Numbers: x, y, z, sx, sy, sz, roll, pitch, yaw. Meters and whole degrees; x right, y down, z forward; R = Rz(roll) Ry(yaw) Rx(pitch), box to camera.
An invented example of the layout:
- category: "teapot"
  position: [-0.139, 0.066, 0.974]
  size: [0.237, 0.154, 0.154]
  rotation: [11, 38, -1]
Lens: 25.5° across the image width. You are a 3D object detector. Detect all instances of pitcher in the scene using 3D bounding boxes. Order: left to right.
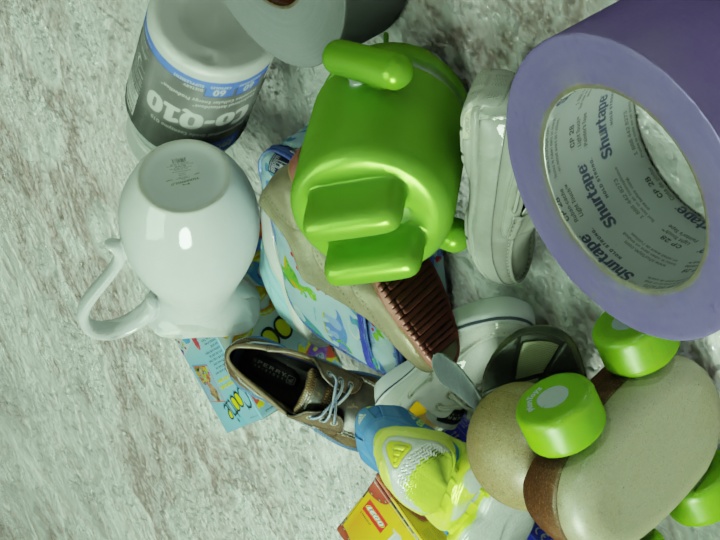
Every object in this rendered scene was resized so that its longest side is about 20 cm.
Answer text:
- category: "pitcher"
  position: [-0.171, -0.014, 1.392]
  size: [0.201, 0.170, 0.122]
  rotation: [93, 156, -55]

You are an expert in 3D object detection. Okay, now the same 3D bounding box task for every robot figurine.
- category: "robot figurine"
  position: [0.016, -0.081, 1.130]
  size: [0.115, 0.201, 0.176]
  rotation: [-9, 130, 21]

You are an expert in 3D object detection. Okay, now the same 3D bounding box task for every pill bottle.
- category: "pill bottle"
  position: [-0.144, -0.166, 1.383]
  size: [0.114, 0.113, 0.200]
  rotation: [54, 153, 12]

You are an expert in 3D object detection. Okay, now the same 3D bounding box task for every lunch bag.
- category: "lunch bag"
  position: [-0.001, -0.018, 1.324]
  size: [0.160, 0.082, 0.201]
  rotation: [30, 142, 38]

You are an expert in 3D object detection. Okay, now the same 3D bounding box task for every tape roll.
- category: "tape roll"
  position: [-0.049, -0.257, 1.189]
  size: [0.200, 0.066, 0.201]
  rotation: [41, 147, 34]
- category: "tape roll"
  position: [0.185, -0.065, 0.957]
  size: [0.200, 0.085, 0.201]
  rotation: [41, 148, 33]

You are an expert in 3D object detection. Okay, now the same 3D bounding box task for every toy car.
- category: "toy car"
  position: [0.137, 0.113, 1.117]
  size: [0.199, 0.158, 0.165]
  rotation: [11, 135, 51]

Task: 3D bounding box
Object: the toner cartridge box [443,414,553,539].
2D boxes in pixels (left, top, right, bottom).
- category: "toner cartridge box"
  position: [0.122, 0.204, 1.369]
  size: [0.200, 0.043, 0.095]
  rotation: [48, 152, 23]

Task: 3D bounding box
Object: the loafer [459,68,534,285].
- category: "loafer"
  position: [0.111, -0.056, 1.107]
  size: [0.069, 0.070, 0.201]
  rotation: [13, 147, 17]

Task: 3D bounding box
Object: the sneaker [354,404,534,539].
- category: "sneaker"
  position: [0.062, 0.157, 1.245]
  size: [0.105, 0.076, 0.200]
  rotation: [41, 176, 43]

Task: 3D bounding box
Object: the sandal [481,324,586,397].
- category: "sandal"
  position: [0.140, 0.105, 1.218]
  size: [0.079, 0.058, 0.202]
  rotation: [5, 142, 17]

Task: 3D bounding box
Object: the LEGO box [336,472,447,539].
- category: "LEGO box"
  position: [0.079, 0.261, 1.364]
  size: [0.200, 0.077, 0.149]
  rotation: [54, 153, 13]

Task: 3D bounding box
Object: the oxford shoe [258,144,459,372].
- category: "oxford shoe"
  position: [0.000, 0.000, 1.209]
  size: [0.075, 0.070, 0.201]
  rotation: [-37, 86, 37]

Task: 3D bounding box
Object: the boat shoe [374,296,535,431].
- category: "boat shoe"
  position: [0.073, 0.091, 1.259]
  size: [0.200, 0.071, 0.070]
  rotation: [-41, 42, 45]

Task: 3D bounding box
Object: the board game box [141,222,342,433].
- category: "board game box"
  position: [-0.123, 0.042, 1.560]
  size: [0.201, 0.103, 0.105]
  rotation: [61, 152, -1]

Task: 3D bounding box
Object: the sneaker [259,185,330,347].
- category: "sneaker"
  position: [-0.069, -0.022, 1.440]
  size: [0.082, 0.074, 0.201]
  rotation: [28, 138, 41]

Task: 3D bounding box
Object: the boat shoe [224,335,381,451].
- category: "boat shoe"
  position: [-0.036, 0.116, 1.439]
  size: [0.199, 0.073, 0.072]
  rotation: [18, 178, 13]
